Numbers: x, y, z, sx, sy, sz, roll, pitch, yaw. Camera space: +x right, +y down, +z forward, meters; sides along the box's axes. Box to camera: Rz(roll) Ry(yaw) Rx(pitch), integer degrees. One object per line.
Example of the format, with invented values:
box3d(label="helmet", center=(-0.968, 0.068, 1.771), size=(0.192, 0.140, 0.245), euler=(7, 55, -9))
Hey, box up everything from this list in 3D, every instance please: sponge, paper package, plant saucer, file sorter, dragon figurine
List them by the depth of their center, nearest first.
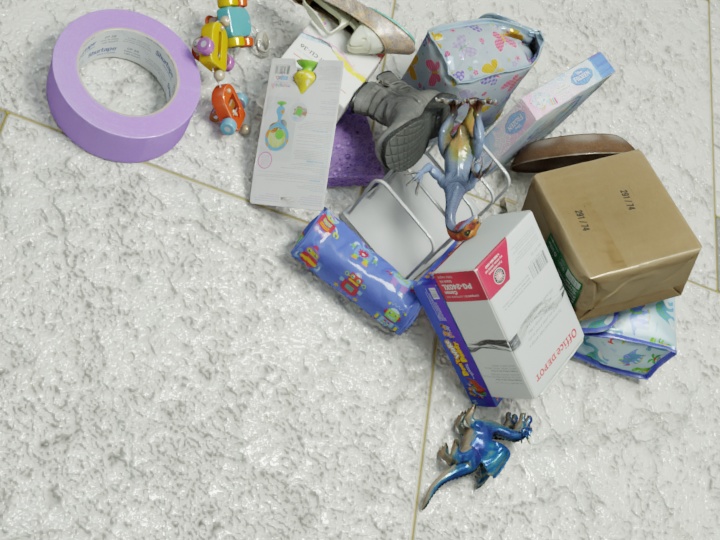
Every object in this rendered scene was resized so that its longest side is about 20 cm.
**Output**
box3d(label="dragon figurine", center=(0.160, 0.248, 1.390), size=(0.099, 0.059, 0.201), euler=(36, 54, -4))
box3d(label="paper package", center=(0.346, -0.052, 1.474), size=(0.187, 0.104, 0.202), euler=(-13, 54, -12))
box3d(label="file sorter", center=(0.100, -0.102, 1.498), size=(0.139, 0.125, 0.199), euler=(49, 55, 4))
box3d(label="sponge", center=(-0.042, -0.218, 1.546), size=(0.110, 0.030, 0.203), euler=(-6, 67, -28))
box3d(label="plant saucer", center=(0.324, -0.179, 1.597), size=(0.197, 0.200, 0.037), euler=(-4, 88, -26))

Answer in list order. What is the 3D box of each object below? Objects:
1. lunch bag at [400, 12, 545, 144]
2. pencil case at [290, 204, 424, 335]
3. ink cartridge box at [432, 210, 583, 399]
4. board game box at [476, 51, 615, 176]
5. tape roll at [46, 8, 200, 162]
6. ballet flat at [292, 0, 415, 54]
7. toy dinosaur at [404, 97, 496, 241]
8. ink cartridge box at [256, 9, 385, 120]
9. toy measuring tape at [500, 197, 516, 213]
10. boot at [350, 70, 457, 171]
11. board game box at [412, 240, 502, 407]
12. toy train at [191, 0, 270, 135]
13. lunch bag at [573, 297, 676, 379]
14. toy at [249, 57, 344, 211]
box3d(label="lunch bag", center=(0.168, -0.295, 1.600), size=(0.197, 0.170, 0.129), euler=(-16, 69, -27))
box3d(label="pencil case", center=(0.000, 0.000, 1.428), size=(0.199, 0.078, 0.087), euler=(37, 35, -3))
box3d(label="ink cartridge box", center=(0.199, 0.047, 1.386), size=(0.145, 0.083, 0.202), euler=(-42, 114, -37))
box3d(label="board game box", center=(0.263, -0.228, 1.591), size=(0.198, 0.200, 0.044), euler=(-34, 83, -34))
box3d(label="tape roll", center=(-0.317, -0.249, 1.410), size=(0.196, 0.066, 0.204), euler=(11, 62, -20))
box3d(label="ballet flat", center=(-0.015, -0.352, 1.500), size=(0.198, 0.068, 0.068), euler=(35, 73, 1))
box3d(label="toy dinosaur", center=(0.145, -0.136, 1.404), size=(0.199, 0.103, 0.185), euler=(-19, 112, -60))
box3d(label="ink cartridge box", center=(-0.053, -0.286, 1.516), size=(0.116, 0.068, 0.201), euler=(35, 55, -4))
box3d(label="toy measuring tape", center=(0.221, -0.026, 1.568), size=(0.072, 0.074, 0.202), euler=(17, 37, -16))
box3d(label="boot", center=(0.037, -0.208, 1.452), size=(0.130, 0.071, 0.200), euler=(22, 35, 21))
box3d(label="board game box", center=(0.165, 0.065, 1.440), size=(0.134, 0.044, 0.202), euler=(-44, 115, -36))
box3d(label="toy train", center=(-0.191, -0.293, 1.489), size=(0.055, 0.151, 0.203), euler=(-5, 48, 22))
box3d(label="lunch bag", center=(0.362, 0.045, 1.555), size=(0.196, 0.128, 0.173), euler=(14, 58, -5))
box3d(label="toy", center=(-0.080, -0.185, 1.437), size=(0.047, 0.113, 0.204), euler=(7, 90, -66))
